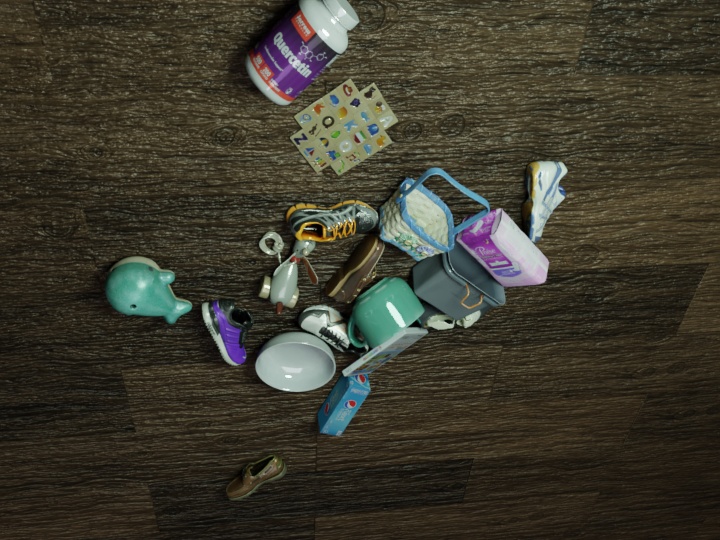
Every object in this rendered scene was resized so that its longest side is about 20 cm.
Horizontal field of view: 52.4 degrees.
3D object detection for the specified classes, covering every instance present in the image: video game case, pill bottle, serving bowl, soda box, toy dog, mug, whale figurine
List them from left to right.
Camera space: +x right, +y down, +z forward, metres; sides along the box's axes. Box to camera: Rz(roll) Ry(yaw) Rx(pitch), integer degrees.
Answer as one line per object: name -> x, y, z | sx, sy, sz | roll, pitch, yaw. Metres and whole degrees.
whale figurine -> -0.461, 0.061, 1.592 | 0.158, 0.105, 0.200 | -34, 128, 18
toy dog -> -0.160, 0.018, 1.614 | 0.129, 0.097, 0.203 | 0, 131, -10
serving bowl -> -0.158, 0.213, 1.797 | 0.195, 0.067, 0.202 | -1, 137, -1
pill bottle -> -0.099, -0.388, 1.259 | 0.199, 0.114, 0.112 | -38, 127, 22
soda box -> -0.046, 0.350, 1.942 | 0.063, 0.069, 0.202 | 15, 127, -23
mug -> 0.042, 0.096, 1.674 | 0.183, 0.152, 0.115 | -34, 91, -3
video game case -> 0.063, 0.202, 1.818 | 0.199, 0.018, 0.142 | -38, 161, 21

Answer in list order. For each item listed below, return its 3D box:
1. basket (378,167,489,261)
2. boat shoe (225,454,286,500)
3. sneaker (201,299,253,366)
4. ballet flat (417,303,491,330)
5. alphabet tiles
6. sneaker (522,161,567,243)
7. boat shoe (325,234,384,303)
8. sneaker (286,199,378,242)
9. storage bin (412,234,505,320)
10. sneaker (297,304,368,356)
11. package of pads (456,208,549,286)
basket -> 0.147, -0.117, 1.522 | 0.175, 0.141, 0.199 | 28, 130, -30
boat shoe -> -0.312, 0.587, 2.108 | 0.198, 0.072, 0.068 | -31, 126, 4
sneaker -> -0.291, 0.144, 1.718 | 0.098, 0.070, 0.202 | -18, 132, 3
ballet flat -> 0.231, 0.112, 1.785 | 0.195, 0.074, 0.074 | -5, 132, -6
alphabet tiles -> -0.032, -0.278, 1.439 | 0.198, 0.006, 0.167 | -29, 129, 15
sneaker -> 0.403, -0.144, 1.588 | 0.086, 0.076, 0.203 | -7, 132, -4
boat shoe -> 0.000, 0.000, 1.646 | 0.069, 0.071, 0.200 | 26, 130, -21
sneaker -> -0.057, -0.095, 1.548 | 0.195, 0.078, 0.079 | -5, 130, -8
storage bin -> 0.218, 0.033, 1.677 | 0.198, 0.148, 0.134 | 31, 130, -31
sneaker -> -0.059, 0.146, 1.757 | 0.197, 0.081, 0.074 | 19, 127, -22
package of pads -> 0.318, -0.044, 1.622 | 0.119, 0.077, 0.199 | -10, 137, 48
